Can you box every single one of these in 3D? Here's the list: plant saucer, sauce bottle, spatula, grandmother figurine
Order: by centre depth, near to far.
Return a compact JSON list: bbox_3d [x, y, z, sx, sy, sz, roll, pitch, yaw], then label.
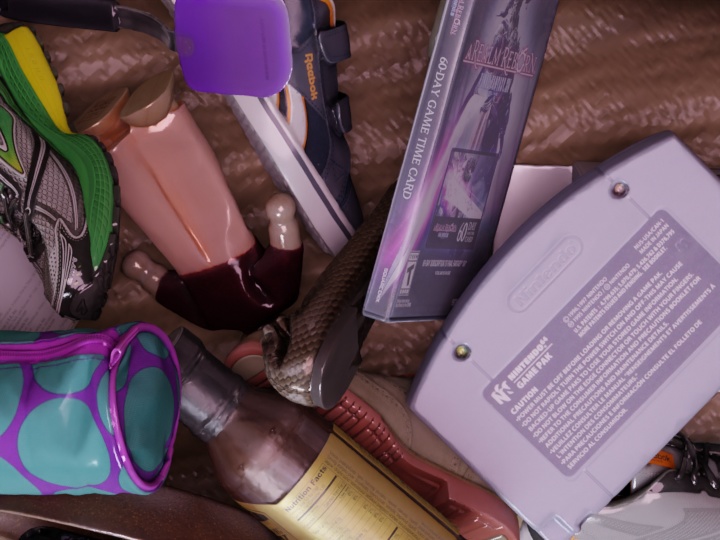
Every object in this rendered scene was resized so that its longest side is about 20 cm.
[{"bbox_3d":[-0.029,0.106,1.528,0.200,0.065,0.065,41,96,-10],"label":"sauce bottle"},{"bbox_3d":[-0.117,-0.127,1.542,0.199,0.021,0.057,14,121,37],"label":"spatula"},{"bbox_3d":[-0.119,0.134,1.566,0.199,0.200,0.037,15,79,-5],"label":"plant saucer"},{"bbox_3d":[-0.079,-0.007,1.589,0.061,0.121,0.200,-49,115,-36],"label":"grandmother figurine"}]

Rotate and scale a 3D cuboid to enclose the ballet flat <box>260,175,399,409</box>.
[{"bbox_3d":[0.000,0.000,1.555,0.046,0.200,0.068,13,132,20],"label":"ballet flat"}]

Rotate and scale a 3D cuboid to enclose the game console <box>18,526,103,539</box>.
[{"bbox_3d":[-0.092,0.190,1.575,0.199,0.117,0.177,14,127,-6],"label":"game console"}]

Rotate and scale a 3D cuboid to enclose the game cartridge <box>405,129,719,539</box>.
[{"bbox_3d":[0.125,0.030,1.561,0.133,0.041,0.200,44,94,-11],"label":"game cartridge"}]

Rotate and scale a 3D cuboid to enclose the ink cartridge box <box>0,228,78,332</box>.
[{"bbox_3d":[-0.234,-0.026,1.563,0.200,0.109,0.050,40,131,-9],"label":"ink cartridge box"}]

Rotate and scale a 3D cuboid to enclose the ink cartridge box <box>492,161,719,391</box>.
[{"bbox_3d":[0.172,0.004,1.611,0.199,0.067,0.117,1,100,-3],"label":"ink cartridge box"}]

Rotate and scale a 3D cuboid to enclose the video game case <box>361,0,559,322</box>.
[{"bbox_3d":[0.056,-0.072,1.550,0.019,0.143,0.201,18,96,19],"label":"video game case"}]

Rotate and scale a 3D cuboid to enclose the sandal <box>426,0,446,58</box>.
[{"bbox_3d":[0.050,-0.209,1.565,0.054,0.080,0.201,8,99,11],"label":"sandal"}]

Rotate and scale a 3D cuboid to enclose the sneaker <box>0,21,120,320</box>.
[{"bbox_3d":[-0.182,-0.046,1.525,0.085,0.200,0.078,-9,135,-29],"label":"sneaker"}]

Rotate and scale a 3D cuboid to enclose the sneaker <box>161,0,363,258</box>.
[{"bbox_3d":[-0.036,-0.105,1.576,0.079,0.078,0.201,-32,107,-6],"label":"sneaker"}]

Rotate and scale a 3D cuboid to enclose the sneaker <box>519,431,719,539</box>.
[{"bbox_3d":[0.185,0.123,1.619,0.199,0.074,0.080,-6,130,-2],"label":"sneaker"}]

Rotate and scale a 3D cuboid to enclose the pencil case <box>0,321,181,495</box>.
[{"bbox_3d":[-0.188,0.064,1.481,0.199,0.085,0.093,1,127,23],"label":"pencil case"}]

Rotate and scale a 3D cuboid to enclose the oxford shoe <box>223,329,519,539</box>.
[{"bbox_3d":[0.007,0.083,1.596,0.071,0.074,0.200,-28,125,37],"label":"oxford shoe"}]
